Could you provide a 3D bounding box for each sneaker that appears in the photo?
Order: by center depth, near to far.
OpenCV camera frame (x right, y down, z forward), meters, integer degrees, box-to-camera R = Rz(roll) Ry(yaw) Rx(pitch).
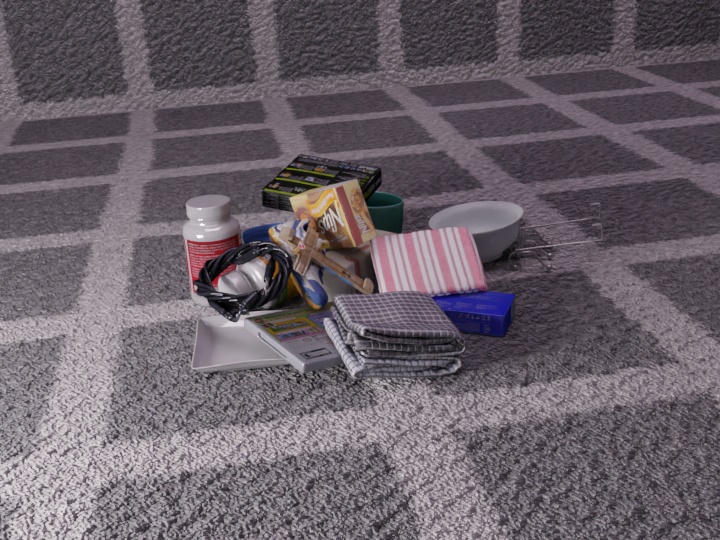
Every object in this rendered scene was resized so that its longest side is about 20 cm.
[{"bbox_3d":[-0.093,-0.021,1.628,0.088,0.075,0.200,-23,58,-12],"label":"sneaker"}]

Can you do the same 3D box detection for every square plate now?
[{"bbox_3d":[-0.188,0.124,1.564,0.200,0.028,0.198,-5,23,-5],"label":"square plate"}]

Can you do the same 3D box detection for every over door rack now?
[{"bbox_3d":[0.410,-0.062,1.859,0.200,0.067,0.148,-19,18,19],"label":"over door rack"}]

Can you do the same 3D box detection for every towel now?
[{"bbox_3d":[0.055,0.098,1.469,0.200,0.086,0.166,2,26,-20],"label":"towel"},{"bbox_3d":[0.123,-0.010,1.662,0.200,0.030,0.147,-7,53,-6],"label":"towel"}]

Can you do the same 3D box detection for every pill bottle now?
[{"bbox_3d":[-0.168,0.009,1.721,0.200,0.111,0.111,-27,32,-33],"label":"pill bottle"},{"bbox_3d":[-0.286,-0.041,1.750,0.112,0.200,0.112,-3,23,1],"label":"pill bottle"}]

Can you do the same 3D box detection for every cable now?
[{"bbox_3d":[-0.212,0.004,1.593,0.163,0.051,0.200,-45,40,-12],"label":"cable"}]

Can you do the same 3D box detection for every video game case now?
[{"bbox_3d":[-0.068,0.110,1.532,0.200,0.022,0.182,-10,28,-38],"label":"video game case"}]

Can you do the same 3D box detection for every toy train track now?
[{"bbox_3d":[-0.054,-0.020,1.595,0.200,0.033,0.115,34,41,-17],"label":"toy train track"}]

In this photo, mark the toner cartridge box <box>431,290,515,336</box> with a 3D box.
[{"bbox_3d":[0.173,0.070,1.624,0.200,0.043,0.095,6,24,21],"label":"toner cartridge box"}]

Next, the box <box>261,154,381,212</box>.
[{"bbox_3d":[-0.079,-0.177,1.899,0.200,0.048,0.193,12,36,18],"label":"box"}]

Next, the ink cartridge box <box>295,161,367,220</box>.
[{"bbox_3d":[-0.063,-0.154,2.064,0.084,0.145,0.200,12,27,29],"label":"ink cartridge box"}]

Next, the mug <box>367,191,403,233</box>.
[{"bbox_3d":[0.003,-0.099,1.947,0.185,0.115,0.152,-11,23,-35],"label":"mug"}]

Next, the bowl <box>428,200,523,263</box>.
[{"bbox_3d":[0.247,-0.073,1.886,0.201,0.091,0.201,-8,22,3],"label":"bowl"}]

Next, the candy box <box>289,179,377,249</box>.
[{"bbox_3d":[-0.055,-0.103,1.715,0.055,0.116,0.200,-26,11,-28],"label":"candy box"}]

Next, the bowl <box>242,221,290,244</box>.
[{"bbox_3d":[-0.148,-0.065,1.890,0.200,0.039,0.201,-5,-8,-1],"label":"bowl"}]

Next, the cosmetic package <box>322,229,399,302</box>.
[{"bbox_3d":[0.000,0.000,1.743,0.087,0.104,0.200,12,28,35],"label":"cosmetic package"}]
